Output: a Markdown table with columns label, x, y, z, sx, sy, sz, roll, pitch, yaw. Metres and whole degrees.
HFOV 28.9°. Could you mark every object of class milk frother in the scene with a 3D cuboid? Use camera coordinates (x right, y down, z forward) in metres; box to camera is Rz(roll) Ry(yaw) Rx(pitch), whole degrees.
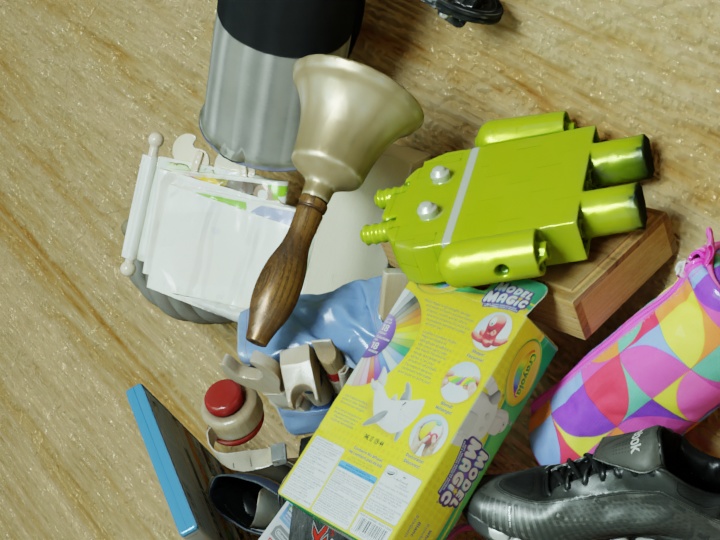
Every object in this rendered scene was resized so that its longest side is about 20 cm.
| label | x | y | z | sx | sy | sz | roll | pitch | yaw |
| --- | --- | --- | --- | --- | --- | --- | --- | --- | --- |
| milk frother | -0.011 | -0.173 | 1.091 | 0.200 | 0.180 | 0.189 | 41 | 140 | 27 |

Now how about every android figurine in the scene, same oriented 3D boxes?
| label | x | y | z | sx | sy | sz | roll | pitch | yaw |
| --- | --- | --- | --- | --- | --- | --- | --- | --- | --- |
| android figurine | 0.097 | -0.048 | 0.950 | 0.198 | 0.183 | 0.041 | -6 | 124 | 23 |

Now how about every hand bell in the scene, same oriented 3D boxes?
| label | x | y | z | sx | sy | sz | roll | pitch | yaw |
| --- | --- | --- | --- | --- | --- | --- | --- | --- | --- |
| hand bell | -0.038 | -0.041 | 0.992 | 0.104 | 0.104 | 0.201 | 2 | 64 | 50 |

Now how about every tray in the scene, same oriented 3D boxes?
| label | x | y | z | sx | sy | sz | roll | pitch | yaw |
| --- | --- | --- | --- | --- | --- | --- | --- | --- | --- |
| tray | 0.111 | -0.022 | 0.977 | 0.199 | 0.099 | 0.037 | 22 | 145 | 48 |

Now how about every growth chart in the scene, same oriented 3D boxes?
| label | x | y | z | sx | sy | sz | roll | pitch | yaw |
| --- | --- | --- | --- | --- | --- | --- | --- | --- | --- |
| growth chart | -0.115 | -0.027 | 1.175 | 0.199 | 0.018 | 0.146 | 24 | 98 | 18 |

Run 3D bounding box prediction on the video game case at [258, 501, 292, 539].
| label | x | y | z | sx | sy | sz | roll | pitch | yaw |
| --- | --- | --- | --- | --- | --- | --- | --- | --- | --- |
| video game case | -0.016 | 0.204 | 1.026 | 0.201 | 0.018 | 0.143 | -54 | 37 | 1 |

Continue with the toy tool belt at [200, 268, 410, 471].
| label | x | y | z | sx | sy | sz | roll | pitch | yaw |
| --- | --- | --- | --- | --- | --- | --- | --- | --- | --- |
| toy tool belt | -0.038 | 0.058 | 1.021 | 0.198 | 0.123 | 0.126 | -15 | 47 | 9 |

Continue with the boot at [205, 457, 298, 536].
| label | x | y | z | sx | sy | sz | roll | pitch | yaw |
| --- | --- | --- | --- | --- | --- | --- | --- | --- | --- |
| boot | -0.044 | 0.217 | 1.149 | 0.199 | 0.096 | 0.075 | 27 | 107 | 47 |

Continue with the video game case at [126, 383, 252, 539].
| label | x | y | z | sx | sy | sz | roll | pitch | yaw |
| --- | --- | --- | --- | --- | --- | --- | --- | --- | --- |
| video game case | -0.137 | 0.196 | 1.213 | 0.018 | 0.200 | 0.144 | -28 | 59 | 1 |

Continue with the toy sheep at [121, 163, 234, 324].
| label | x | y | z | sx | sy | sz | roll | pitch | yaw |
| --- | --- | --- | --- | --- | --- | --- | --- | --- | --- |
| toy sheep | -0.147 | -0.019 | 1.266 | 0.199 | 0.137 | 0.139 | 18 | 102 | 44 |

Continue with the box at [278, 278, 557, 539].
| label | x | y | z | sx | sy | sz | roll | pitch | yaw |
| --- | --- | --- | --- | --- | --- | --- | --- | --- | --- |
| box | 0.043 | 0.087 | 0.910 | 0.117 | 0.048 | 0.201 | 19 | 74 | 49 |

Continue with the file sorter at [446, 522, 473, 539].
| label | x | y | z | sx | sy | sz | roll | pitch | yaw |
| --- | --- | --- | --- | --- | --- | --- | --- | --- | --- |
| file sorter | 0.147 | 0.250 | 0.888 | 0.199 | 0.138 | 0.127 | 19 | 101 | 49 |

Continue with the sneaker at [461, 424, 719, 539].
| label | x | y | z | sx | sy | sz | roll | pitch | yaw |
| --- | --- | --- | --- | --- | --- | --- | --- | --- | --- |
| sneaker | 0.160 | 0.132 | 0.862 | 0.198 | 0.067 | 0.091 | 4 | 118 | 14 |

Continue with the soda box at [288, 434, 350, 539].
| label | x | y | z | sx | sy | sz | roll | pitch | yaw |
| --- | --- | --- | --- | --- | --- | --- | --- | --- | --- |
| soda box | -0.009 | 0.208 | 0.949 | 0.070 | 0.063 | 0.201 | -21 | 48 | 35 |

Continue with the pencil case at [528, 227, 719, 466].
| label | x | y | z | sx | sy | sz | roll | pitch | yaw |
| --- | --- | --- | --- | --- | --- | --- | --- | --- | --- |
| pencil case | 0.189 | 0.062 | 0.892 | 0.200 | 0.088 | 0.089 | -51 | 52 | 35 |

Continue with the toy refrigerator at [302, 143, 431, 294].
| label | x | y | z | sx | sy | sz | roll | pitch | yaw |
| --- | --- | --- | --- | --- | --- | --- | --- | --- | --- |
| toy refrigerator | 0.000 | 0.000 | 1.113 | 0.069 | 0.076 | 0.202 | 16 | 102 | 12 |
